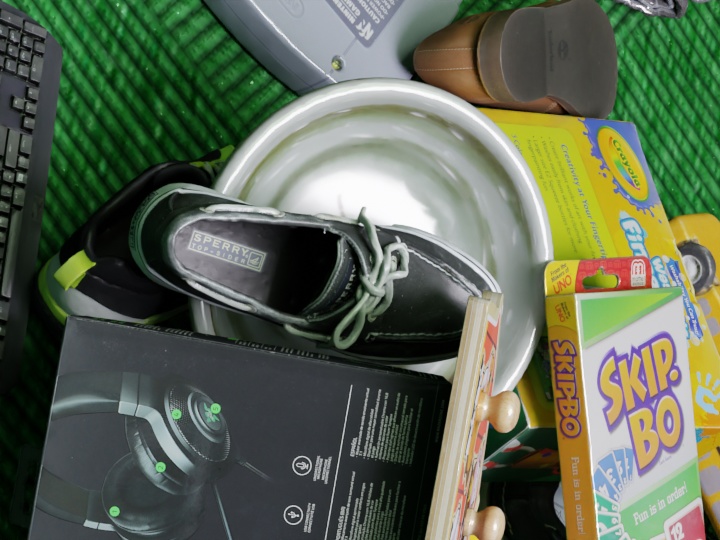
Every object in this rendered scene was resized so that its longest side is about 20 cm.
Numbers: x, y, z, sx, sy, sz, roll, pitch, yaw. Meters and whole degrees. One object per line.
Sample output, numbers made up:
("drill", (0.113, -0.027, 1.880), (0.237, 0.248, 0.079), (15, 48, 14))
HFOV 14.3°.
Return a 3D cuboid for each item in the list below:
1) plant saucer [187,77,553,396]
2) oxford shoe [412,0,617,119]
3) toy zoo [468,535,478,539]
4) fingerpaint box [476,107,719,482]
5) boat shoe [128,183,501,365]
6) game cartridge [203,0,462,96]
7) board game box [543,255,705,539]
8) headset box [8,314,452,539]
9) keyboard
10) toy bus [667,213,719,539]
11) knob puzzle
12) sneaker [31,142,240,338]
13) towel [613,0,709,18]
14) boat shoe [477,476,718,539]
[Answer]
("plant saucer", (0.000, 0.000, 1.465), (0.199, 0.050, 0.201), (-4, 99, -22))
("oxford shoe", (0.094, -0.123, 1.650), (0.200, 0.071, 0.072), (3, 87, -61))
("toy zoo", (-0.014, 0.163, 1.461), (0.131, 0.021, 0.200), (36, 55, 20))
("fingerpaint box", (0.104, 0.014, 1.592), (0.166, 0.073, 0.201), (2, 60, -39))
("boat shoe", (-0.012, 0.003, 1.396), (0.199, 0.068, 0.074), (21, 90, -24))
("game cartridge", (-0.036, -0.183, 1.586), (0.200, 0.041, 0.133), (49, 49, -18))
("board game box", (0.140, 0.092, 1.496), (0.095, 0.030, 0.201), (-3, 85, -48))
("headset box", (-0.068, 0.120, 1.362), (0.199, 0.093, 0.175), (9, 89, -1))
("keyboard", (-0.208, -0.048, 1.418), (0.127, 0.021, 0.201), (19, 66, -35))
("toy bus", (0.215, 0.069, 1.677), (0.065, 0.078, 0.201), (-9, 70, -60))
("knob puzzle", (0.056, 0.109, 1.386), (0.030, 0.220, 0.221), (9, 66, 6))
("sneaker", (-0.081, -0.024, 1.462), (0.072, 0.083, 0.200), (46, 50, 10))
("towel", (0.146, -0.266, 1.729), (0.200, 0.085, 0.166), (28, 63, -33))
("boat shoe", (0.158, 0.155, 1.634), (0.199, 0.066, 0.075), (31, 62, -29))
